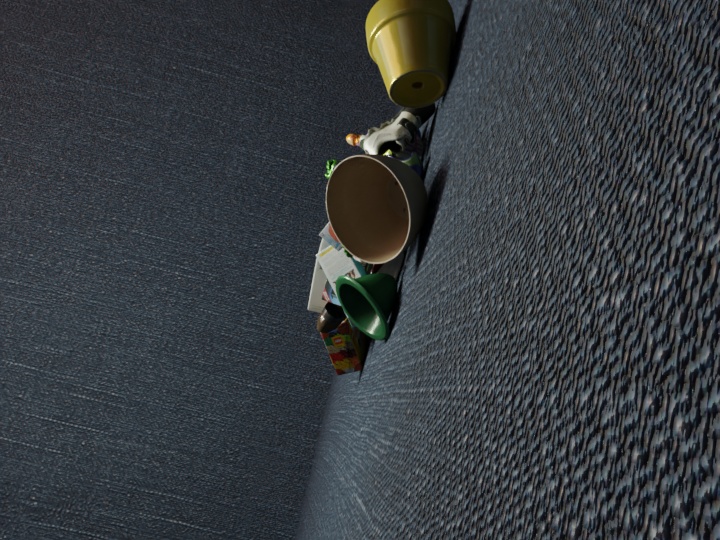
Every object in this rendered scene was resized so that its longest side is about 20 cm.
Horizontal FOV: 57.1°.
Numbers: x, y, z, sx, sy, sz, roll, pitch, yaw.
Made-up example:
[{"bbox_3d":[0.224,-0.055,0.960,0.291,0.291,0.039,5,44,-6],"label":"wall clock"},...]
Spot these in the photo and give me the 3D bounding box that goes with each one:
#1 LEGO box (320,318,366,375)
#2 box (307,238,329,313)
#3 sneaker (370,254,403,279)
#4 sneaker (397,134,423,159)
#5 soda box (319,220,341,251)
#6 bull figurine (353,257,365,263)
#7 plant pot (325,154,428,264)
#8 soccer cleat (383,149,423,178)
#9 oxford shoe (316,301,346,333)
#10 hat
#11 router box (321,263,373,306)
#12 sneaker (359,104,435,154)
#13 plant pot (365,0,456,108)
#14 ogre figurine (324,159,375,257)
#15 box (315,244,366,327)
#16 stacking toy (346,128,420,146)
[{"bbox_3d":[-0.044,0.174,1.884,0.201,0.076,0.150,-81,-26,-62],"label":"LEGO box"},{"bbox_3d":[-0.042,0.017,2.015,0.172,0.197,0.202,-81,4,-58],"label":"box"},{"bbox_3d":[0.050,0.017,1.526,0.116,0.073,0.202,-79,13,-72],"label":"sneaker"},{"bbox_3d":[0.094,-0.250,1.605,0.088,0.080,0.202,-41,33,59],"label":"sneaker"},{"bbox_3d":[-0.013,-0.134,1.504,0.200,0.063,0.069,-48,5,41],"label":"soda box"},{"bbox_3d":[0.048,-0.100,1.485,0.121,0.065,0.201,-32,19,45],"label":"bull figurine"},{"bbox_3d":[0.051,-0.128,1.250,0.134,0.199,0.202,-25,-39,-46],"label":"plant pot"},{"bbox_3d":[0.053,-0.230,1.497,0.064,0.198,0.085,-23,-71,-54],"label":"soccer cleat"},{"bbox_3d":[-0.068,0.112,1.760,0.085,0.073,0.200,-55,-11,24],"label":"oxford shoe"},{"bbox_3d":[0.061,0.028,1.427,0.176,0.166,0.200,-39,-13,-23],"label":"hat"},{"bbox_3d":[0.000,0.000,1.648,0.062,0.148,0.202,1,-77,-67],"label":"router box"},{"bbox_3d":[0.101,-0.316,1.532,0.089,0.199,0.074,57,-178,39],"label":"sneaker"},{"bbox_3d":[0.116,-0.470,1.442,0.201,0.198,0.191,109,158,-64],"label":"plant pot"},{"bbox_3d":[-0.020,-0.128,1.371,0.120,0.097,0.203,-170,87,-65],"label":"ogre figurine"},{"bbox_3d":[-0.024,0.028,1.596,0.202,0.082,0.049,62,-160,12],"label":"box"},{"bbox_3d":[0.050,-0.334,1.733,0.116,0.198,0.111,39,-116,-64],"label":"stacking toy"}]
